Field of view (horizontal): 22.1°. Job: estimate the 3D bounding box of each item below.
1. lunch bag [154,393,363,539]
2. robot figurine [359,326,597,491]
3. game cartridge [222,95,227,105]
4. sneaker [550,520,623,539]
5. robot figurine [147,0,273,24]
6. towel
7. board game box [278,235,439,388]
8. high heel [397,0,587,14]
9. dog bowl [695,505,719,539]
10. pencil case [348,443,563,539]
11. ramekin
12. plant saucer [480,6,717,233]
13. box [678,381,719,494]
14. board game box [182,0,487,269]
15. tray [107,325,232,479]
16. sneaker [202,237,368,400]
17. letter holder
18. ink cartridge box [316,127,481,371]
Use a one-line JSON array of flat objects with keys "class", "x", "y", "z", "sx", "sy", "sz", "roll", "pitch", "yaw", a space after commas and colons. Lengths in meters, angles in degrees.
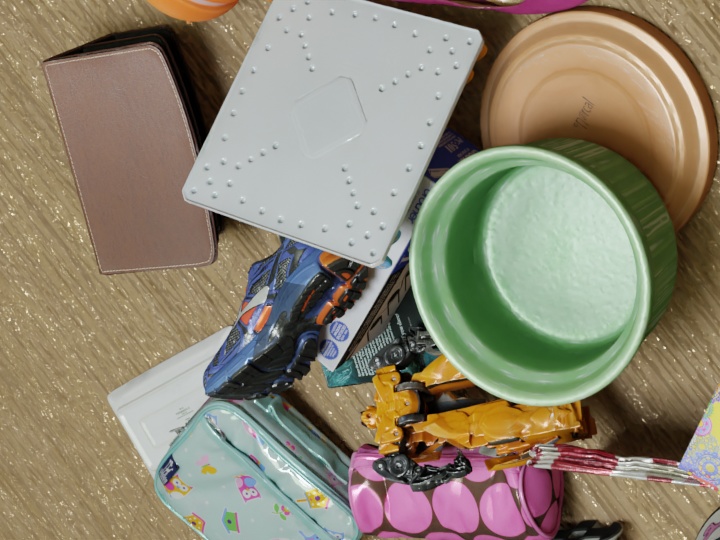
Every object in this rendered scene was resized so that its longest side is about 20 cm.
[{"class": "lunch bag", "x": -0.089, "y": 0.198, "z": 1.712, "sx": 0.200, "sy": 0.077, "sz": 0.161, "roll": 40, "pitch": 129, "yaw": -1}, {"class": "robot figurine", "x": 0.093, "y": 0.109, "z": 1.530, "sx": 0.199, "sy": 0.058, "sz": 0.146, "roll": -14, "pitch": 63, "yaw": 25}, {"class": "game cartridge", "x": -0.044, "y": -0.119, "z": 1.536, "sx": 0.134, "sy": 0.040, "sz": 0.201, "roll": -54, "pitch": 51, "yaw": 33}, {"class": "sneaker", "x": 0.142, "y": 0.270, "z": 1.603, "sx": 0.199, "sy": 0.074, "sz": 0.089, "roll": -5, "pitch": 105, "yaw": 36}, {"class": "robot figurine", "x": -0.121, "y": -0.285, "z": 1.515, "sx": 0.200, "sy": 0.143, "sz": 0.117, "roll": -41, "pitch": 68, "yaw": 39}, {"class": "towel", "x": 0.246, "y": 0.155, "z": 1.440, "sx": 0.199, "sy": 0.144, "sz": 0.023, "roll": 3, "pitch": 84, "yaw": 29}, {"class": "board game box", "x": 0.000, "y": 0.000, "z": 1.610, "sx": 0.134, "sy": 0.028, "sz": 0.201, "roll": -9, "pitch": 104, "yaw": 35}, {"class": "high heel", "x": 0.080, "y": -0.223, "z": 1.417, "sx": 0.199, "sy": 0.096, "sz": 0.068, "roll": 9, "pitch": 115, "yaw": 31}, {"class": "dog bowl", "x": 0.342, "y": 0.280, "z": 1.473, "sx": 0.199, "sy": 0.074, "sz": 0.202, "roll": 14, "pitch": 118, "yaw": 29}, {"class": "pencil case", "x": 0.078, "y": 0.187, "z": 1.604, "sx": 0.199, "sy": 0.091, "sz": 0.094, "roll": -7, "pitch": 141, "yaw": 34}, {"class": "ramekin", "x": 0.146, "y": -0.006, "z": 1.416, "sx": 0.199, "sy": 0.098, "sz": 0.202, "roll": 9, "pitch": 109, "yaw": 29}, {"class": "plant saucer", "x": 0.181, "y": -0.105, "z": 1.443, "sx": 0.199, "sy": 0.032, "sz": 0.202, "roll": 13, "pitch": 116, "yaw": 29}, {"class": "box", "x": 0.366, "y": 0.108, "z": 1.306, "sx": 0.199, "sy": 0.192, "sz": 0.123, "roll": 33, "pitch": 125, "yaw": 19}, {"class": "board game box", "x": -0.020, "y": -0.116, "z": 1.449, "sx": 0.199, "sy": 0.026, "sz": 0.201, "roll": 19, "pitch": 80, "yaw": 32}, {"class": "tray", "x": -0.166, "y": 0.136, "z": 1.788, "sx": 0.199, "sy": 0.022, "sz": 0.108, "roll": -29, "pitch": 93, "yaw": 39}, {"class": "sneaker", "x": -0.067, "y": 0.034, "z": 1.500, "sx": 0.200, "sy": 0.075, "sz": 0.079, "roll": -49, "pitch": 50, "yaw": 29}, {"class": "letter holder", "x": -0.176, "y": -0.110, "z": 1.640, "sx": 0.141, "sy": 0.100, "sz": 0.201, "roll": -4, "pitch": 107, "yaw": 33}, {"class": "ink cartridge box", "x": 0.025, "y": -0.016, "z": 1.512, "sx": 0.044, "sy": 0.094, "sz": 0.201, "roll": 37, "pitch": 123, "yaw": 12}]
